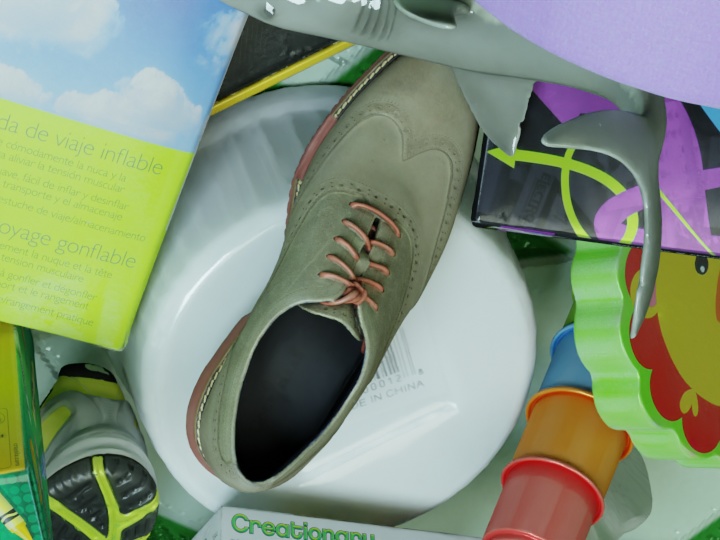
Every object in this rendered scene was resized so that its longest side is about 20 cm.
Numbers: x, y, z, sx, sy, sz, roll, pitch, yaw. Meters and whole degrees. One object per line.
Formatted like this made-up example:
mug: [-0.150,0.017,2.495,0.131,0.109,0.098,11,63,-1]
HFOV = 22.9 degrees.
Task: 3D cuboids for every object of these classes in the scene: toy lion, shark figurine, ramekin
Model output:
toy lion: [0.145,-0.021,0.787,0.200,0.069,0.192,48,58,-28]
shark figurine: [0.059,-0.067,0.647,0.128,0.214,0.090,-28,135,-29]
ramekin: [-0.016,0.026,0.813,0.200,0.098,0.201,-6,118,-11]

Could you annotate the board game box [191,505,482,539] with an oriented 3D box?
board game box: [-0.036,0.167,0.853,0.126,0.035,0.200,10,150,-19]

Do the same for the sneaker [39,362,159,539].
sneaker: [-0.145,0.122,0.842,0.075,0.077,0.200,13,136,-26]

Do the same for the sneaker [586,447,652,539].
sneaker: [0.083,0.130,0.848,0.088,0.200,0.075,-37,104,28]

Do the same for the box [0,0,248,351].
box: [-0.121,-0.074,0.710,0.122,0.048,0.200,15,112,-21]

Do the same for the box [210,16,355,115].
box: [-0.092,-0.159,0.729,0.159,0.049,0.200,-25,120,2]

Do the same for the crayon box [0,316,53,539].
crayon box: [-0.192,0.064,0.730,0.119,0.200,0.058,-11,117,-7]

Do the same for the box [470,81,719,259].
box: [0.152,-0.075,0.709,0.200,0.036,0.143,7,91,0]

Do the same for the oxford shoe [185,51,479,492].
oxford shoe: [0.000,0.000,0.699,0.070,0.075,0.200,25,89,-13]

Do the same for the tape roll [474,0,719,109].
tape roll: [0.125,-0.137,0.621,0.200,0.200,0.066,-1,131,-13]

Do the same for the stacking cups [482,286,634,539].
stacking cups: [0.101,0.054,0.805,0.060,0.200,0.061,19,140,17]
